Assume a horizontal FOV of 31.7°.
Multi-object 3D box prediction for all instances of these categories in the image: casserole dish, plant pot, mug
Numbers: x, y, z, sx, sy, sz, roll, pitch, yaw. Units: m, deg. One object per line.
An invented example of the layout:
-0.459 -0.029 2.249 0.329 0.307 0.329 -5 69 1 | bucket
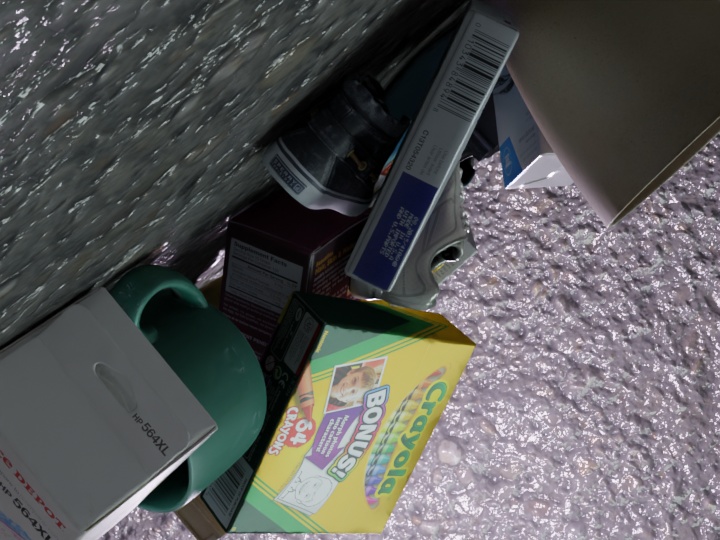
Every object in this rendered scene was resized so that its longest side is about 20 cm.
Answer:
0.057 -0.155 1.110 0.121 0.039 0.200 -39 176 -36 | casserole dish
0.193 -0.169 0.980 0.187 0.200 0.187 -40 171 -8 | plant pot
-0.140 0.084 0.962 0.114 0.152 0.185 -38 176 -42 | mug

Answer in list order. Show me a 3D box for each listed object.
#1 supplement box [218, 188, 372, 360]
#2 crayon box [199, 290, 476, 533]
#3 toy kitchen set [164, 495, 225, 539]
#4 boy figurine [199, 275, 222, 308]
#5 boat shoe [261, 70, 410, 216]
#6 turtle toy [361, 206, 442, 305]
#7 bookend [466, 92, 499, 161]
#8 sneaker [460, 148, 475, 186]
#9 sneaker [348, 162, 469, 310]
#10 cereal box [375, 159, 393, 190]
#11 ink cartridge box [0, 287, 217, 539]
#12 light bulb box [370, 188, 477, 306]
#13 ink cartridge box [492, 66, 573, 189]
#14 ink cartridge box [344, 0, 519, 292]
-0.061 0.039 1.099 0.110 0.086 0.200 -37 142 -54 | supplement box
-0.017 0.125 1.060 0.172 0.058 0.200 11 112 -40 | crayon box
-0.146 0.142 1.297 0.180 0.200 0.163 -40 178 -28 | toy kitchen set
-0.138 0.046 1.177 0.200 0.064 0.124 -43 -150 -3 | boy figurine
-0.001 -0.093 0.934 0.091 0.071 0.200 -41 177 12 | boat shoe
0.000 0.000 1.256 0.200 0.101 0.146 -42 178 0 | turtle toy
0.182 -0.220 1.263 0.199 0.092 0.200 -44 175 25 | bookend
0.099 -0.128 1.680 0.071 0.080 0.200 -39 177 -43 | sneaker
0.061 -0.052 1.083 0.075 0.081 0.200 85 26 -64 | sneaker
-0.031 -0.066 1.280 0.200 0.040 0.144 -42 179 7 | cereal box
-0.204 0.118 0.862 0.125 0.129 0.200 -38 175 -41 | ink cartridge box
0.015 -0.020 1.444 0.200 0.125 0.198 -42 -171 11 | light bulb box
0.160 -0.183 1.119 0.067 0.200 0.116 -4 169 -10 | ink cartridge box
0.055 -0.099 0.922 0.200 0.043 0.197 -65 180 -74 | ink cartridge box
